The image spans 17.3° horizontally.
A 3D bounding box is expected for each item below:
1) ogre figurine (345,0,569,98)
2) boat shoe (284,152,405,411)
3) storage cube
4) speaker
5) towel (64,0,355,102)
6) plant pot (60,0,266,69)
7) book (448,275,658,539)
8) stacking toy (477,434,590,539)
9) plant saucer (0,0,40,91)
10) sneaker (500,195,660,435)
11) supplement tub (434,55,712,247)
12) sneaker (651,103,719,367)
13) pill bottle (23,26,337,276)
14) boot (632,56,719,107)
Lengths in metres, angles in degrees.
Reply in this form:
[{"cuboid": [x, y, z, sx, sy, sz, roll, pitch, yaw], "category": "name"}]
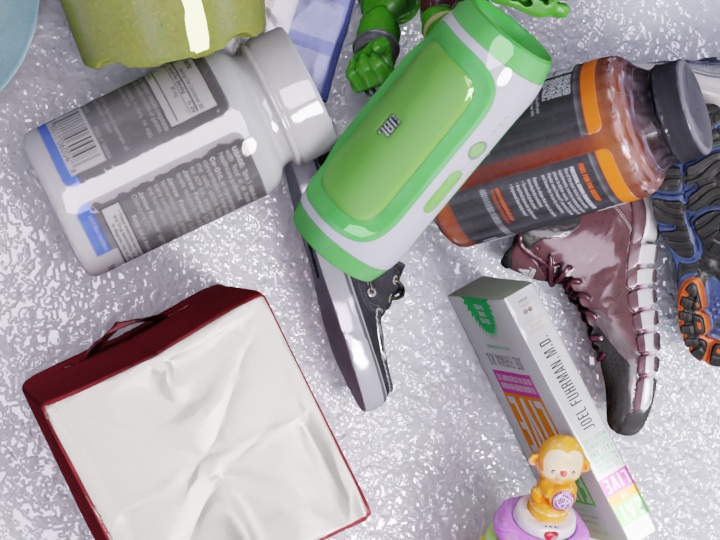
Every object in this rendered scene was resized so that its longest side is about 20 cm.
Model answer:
[{"cuboid": [0.075, -0.204, 1.693, 0.200, 0.120, 0.098, -44, 123, 15], "category": "ogre figurine"}, {"cuboid": [0.000, 0.000, 1.724, 0.066, 0.070, 0.200, -16, 88, -10], "category": "boat shoe"}, {"cuboid": [-0.116, 0.125, 1.641, 0.171, 0.180, 0.200, -27, 96, -10], "category": "storage cube"}, {"cuboid": [0.042, -0.090, 1.628, 0.088, 0.088, 0.200, 36, 106, -11], "category": "speaker"}, {"cuboid": [-0.101, -0.212, 1.713, 0.200, 0.024, 0.147, 16, 88, -13], "category": "towel"}, {"cuboid": [-0.144, -0.240, 1.606, 0.200, 0.200, 0.184, -14, 105, -12], "category": "plant pot"}, {"cuboid": [0.142, 0.099, 1.720, 0.048, 0.134, 0.200, -29, 97, -11], "category": "book"}, {"cuboid": [0.125, 0.200, 1.690, 0.116, 0.110, 0.200, 8, 122, -10], "category": "stacking toy"}, {"cuboid": [-0.326, -0.195, 1.656, 0.201, 0.039, 0.201, -1, 93, -13], "category": "plant saucer"}, {"cuboid": [0.160, 0.022, 1.760, 0.115, 0.076, 0.200, 3, 81, -7], "category": "sneaker"}, {"cuboid": [0.146, -0.089, 1.688, 0.200, 0.107, 0.107, -15, 96, 21], "category": "supplement tub"}, {"cuboid": [0.258, -0.031, 1.757, 0.075, 0.078, 0.200, -1, 113, 11], "category": "sneaker"}, {"cuboid": [-0.124, -0.087, 1.658, 0.200, 0.114, 0.114, -25, 97, -5], "category": "pill bottle"}, {"cuboid": [0.268, -0.131, 1.780, 0.200, 0.090, 0.073, 9, 122, 11], "category": "boot"}]
